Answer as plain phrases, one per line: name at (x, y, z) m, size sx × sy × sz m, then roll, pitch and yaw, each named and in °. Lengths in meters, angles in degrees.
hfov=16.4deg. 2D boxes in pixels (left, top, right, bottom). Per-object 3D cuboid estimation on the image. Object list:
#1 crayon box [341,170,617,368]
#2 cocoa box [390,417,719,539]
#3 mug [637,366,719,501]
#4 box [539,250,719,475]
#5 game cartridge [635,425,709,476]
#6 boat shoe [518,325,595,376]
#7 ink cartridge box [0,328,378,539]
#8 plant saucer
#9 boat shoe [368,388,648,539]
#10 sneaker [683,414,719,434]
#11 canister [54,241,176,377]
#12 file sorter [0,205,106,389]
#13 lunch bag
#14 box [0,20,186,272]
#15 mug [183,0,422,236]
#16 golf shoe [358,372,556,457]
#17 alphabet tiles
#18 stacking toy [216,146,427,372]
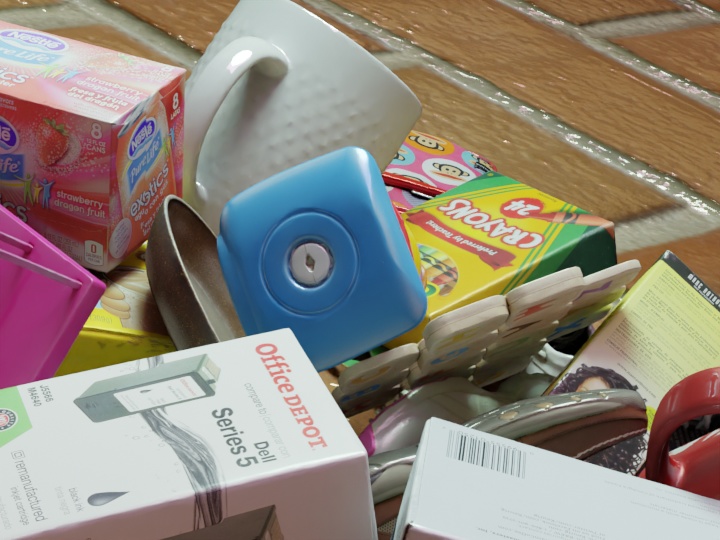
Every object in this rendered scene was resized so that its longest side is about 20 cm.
crayon box at (0.059, 0.006, 1.677) m, size 0.199 × 0.051 × 0.127 m, roll -27°, pitch 35°, yaw -31°
cocoa box at (0.106, 0.184, 1.279) m, size 0.198 × 0.132 × 0.134 m, roll 16°, pitch 22°, yaw 0°
mug at (0.236, 0.113, 1.391) m, size 0.133 × 0.200 × 0.178 m, roll -41°, pitch 97°, yaw -36°
box at (0.155, 0.076, 1.510) m, size 0.075 × 0.050 × 0.200 m, roll 41°, pitch 50°, yaw 2°
game cartridge at (0.222, 0.132, 1.610) m, size 0.132 × 0.041 × 0.200 m, roll 11°, pitch 23°, yaw -5°
boat shoe at (0.129, 0.041, 1.717) m, size 0.071 × 0.066 × 0.200 m, roll 14°, pitch 23°, yaw -5°
ink cartridge box at (-0.105, 0.114, 1.285) m, size 0.198 × 0.085 × 0.146 m, roll -13°, pitch 29°, yaw -14°
plant saucer at (-0.074, 0.050, 1.469) m, size 0.032 × 0.201 × 0.200 m, roll -29°, pitch 13°, yaw 7°
boat shoe at (0.070, 0.121, 1.398) m, size 0.199 × 0.072 × 0.076 m, roll -20°, pitch 2°, yaw 2°
sneaker at (0.236, 0.085, 1.612) m, size 0.088 × 0.075 × 0.199 m, roll -29°, pitch 48°, yaw -36°
canister at (-0.177, 0.023, 1.526) m, size 0.147 × 0.087 × 0.200 m, roll 8°, pitch 25°, yaw -17°
file sorter at (-0.271, 0.006, 1.379) m, size 0.200 × 0.140 × 0.125 m, roll 34°, pitch 4°, yaw 37°
lunch bag at (-0.005, -0.049, 1.830) m, size 0.198 × 0.082 × 0.176 m, roll 16°, pitch 26°, yaw 4°
box at (-0.213, -0.085, 1.511) m, size 0.199 × 0.103 × 0.095 m, roll 15°, pitch 30°, yaw 21°
mug at (-0.072, -0.085, 1.669) m, size 0.147 × 0.176 × 0.200 m, roll 32°, pitch -6°, yaw 22°
golf shoe at (0.080, 0.112, 1.514) m, size 0.199 × 0.076 × 0.091 m, roll -8°, pitch 37°, yaw -43°
alphabet tiles at (0.074, 0.047, 1.516) m, size 0.194 × 0.200 × 0.015 m, roll -20°, pitch 76°, yaw -13°
stacking toy at (0.000, 0.000, 1.522) m, size 0.109 × 0.117 × 0.200 m, roll -23°, pitch -9°, yaw 15°
